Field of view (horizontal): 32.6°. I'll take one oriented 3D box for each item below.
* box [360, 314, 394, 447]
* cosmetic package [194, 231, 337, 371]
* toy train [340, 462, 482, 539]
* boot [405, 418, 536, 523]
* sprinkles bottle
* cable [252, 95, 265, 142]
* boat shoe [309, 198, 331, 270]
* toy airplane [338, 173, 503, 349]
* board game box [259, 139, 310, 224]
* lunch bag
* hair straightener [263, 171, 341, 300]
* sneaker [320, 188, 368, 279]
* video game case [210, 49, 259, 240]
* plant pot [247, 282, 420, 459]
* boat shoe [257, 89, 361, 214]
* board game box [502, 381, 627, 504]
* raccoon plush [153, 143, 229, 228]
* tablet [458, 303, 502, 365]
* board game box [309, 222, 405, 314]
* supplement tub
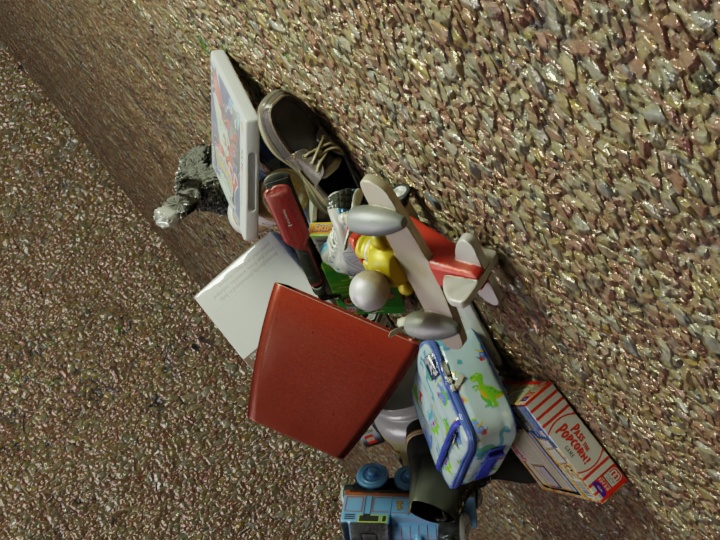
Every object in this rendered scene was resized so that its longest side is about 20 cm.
[{"bbox_3d":[0.020,0.158,1.849,0.035,0.200,0.110,-21,114,29],"label":"box"},{"bbox_3d":[-0.130,0.053,1.966,0.165,0.165,0.200,50,-174,7],"label":"cosmetic package"},{"bbox_3d":[0.067,0.331,1.697,0.114,0.200,0.087,-80,-13,-48],"label":"toy train"},{"bbox_3d":[0.152,0.288,1.635,0.200,0.139,0.078,12,136,-6],"label":"boot"},{"bbox_3d":[-0.130,-0.092,1.703,0.068,0.068,0.200,53,162,-7],"label":"sprinkles bottle"},{"bbox_3d":[-0.104,-0.157,1.659,0.097,0.050,0.200,43,163,42],"label":"cable"},{"bbox_3d":[-0.038,-0.072,1.651,0.201,0.060,0.072,93,179,-55],"label":"boat shoe"},{"bbox_3d":[0.055,-0.001,1.332,0.200,0.141,0.199,50,167,5],"label":"toy airplane"},{"bbox_3d":[-0.109,-0.114,1.817,0.199,0.043,0.200,54,167,-13],"label":"board game box"},{"bbox_3d":[0.126,0.176,1.535,0.200,0.082,0.161,100,151,-64],"label":"lunch bag"},{"bbox_3d":[-0.070,-0.043,1.560,0.077,0.041,0.200,-99,-16,-57],"label":"hair straightener"},{"bbox_3d":[-0.015,-0.032,1.514,0.200,0.086,0.075,55,-146,-56],"label":"sneaker"},{"bbox_3d":[-0.169,-0.168,1.639,0.200,0.023,0.183,-118,26,-50],"label":"video game case"},{"bbox_3d":[-0.048,0.136,1.618,0.200,0.177,0.200,24,180,2],"label":"plant pot"},{"bbox_3d":[-0.049,-0.141,1.496,0.073,0.075,0.200,23,159,47],"label":"boat shoe"},{"bbox_3d":[0.229,0.208,1.521,0.152,0.046,0.200,52,168,-4],"label":"board game box"},{"bbox_3d":[-0.238,-0.096,1.820,0.097,0.200,0.134,31,144,27],"label":"raccoon plush"},{"bbox_3d":[0.104,0.028,1.537,0.130,0.014,0.200,34,158,55],"label":"tablet"},{"bbox_3d":[0.000,0.000,1.665,0.095,0.030,0.200,-1,144,13],"label":"board game box"},{"bbox_3d":[0.105,0.219,1.768,0.145,0.145,0.200,34,159,53],"label":"supplement tub"}]
